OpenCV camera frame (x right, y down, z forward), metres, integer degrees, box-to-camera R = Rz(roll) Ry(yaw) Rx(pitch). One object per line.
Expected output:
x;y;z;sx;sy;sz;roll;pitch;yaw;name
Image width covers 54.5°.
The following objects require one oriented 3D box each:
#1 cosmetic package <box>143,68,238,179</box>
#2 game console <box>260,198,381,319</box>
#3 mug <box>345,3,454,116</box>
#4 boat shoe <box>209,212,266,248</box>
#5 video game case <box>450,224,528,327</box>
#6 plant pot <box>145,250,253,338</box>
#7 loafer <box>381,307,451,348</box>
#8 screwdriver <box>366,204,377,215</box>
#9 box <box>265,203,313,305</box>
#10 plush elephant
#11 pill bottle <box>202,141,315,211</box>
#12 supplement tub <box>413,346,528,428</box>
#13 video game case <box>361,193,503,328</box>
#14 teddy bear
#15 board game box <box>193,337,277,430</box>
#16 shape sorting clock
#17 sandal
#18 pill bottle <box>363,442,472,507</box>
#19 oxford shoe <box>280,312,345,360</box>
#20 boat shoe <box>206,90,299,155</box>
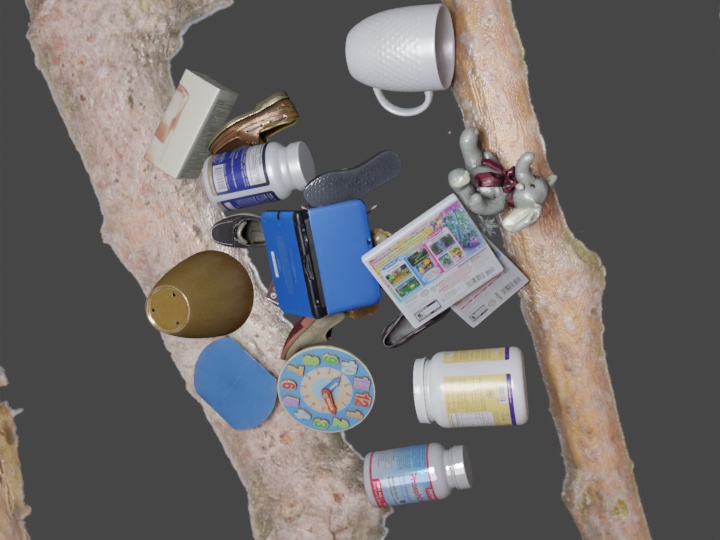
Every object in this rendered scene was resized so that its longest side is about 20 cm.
-0.340;-0.290;1.407;0.087;0.103;0.200;32;102;7;cosmetic package
-0.074;-0.024;1.283;0.171;0.118;0.200;5;110;47;game console
0.074;-0.378;1.286;0.175;0.148;0.200;3;128;21;mug
-0.228;-0.079;1.413;0.200;0.065;0.072;4;98;25;boat shoe
0.200;0.003;1.308;0.143;0.018;0.200;-43;115;14;video game case
-0.336;0.061;1.400;0.186;0.200;0.187;2;97;12;plant pot
0.119;0.085;1.362;0.200;0.063;0.072;-44;87;15;loafer
-0.048;-0.061;1.307;0.200;0.028;0.029;-44;63;9;screwdriver
-0.108;-0.028;1.385;0.075;0.100;0.200;23;102;9;box
0.265;-0.151;1.252;0.155;0.165;0.200;-9;124;28;plush elephant
-0.197;-0.188;1.378;0.200;0.116;0.116;-9;95;14;pill bottle
0.208;0.221;1.315;0.200;0.145;0.146;-6;96;15;supplement tub
0.132;-0.013;1.262;0.200;0.024;0.182;-34;116;7;video game case
0.000;0.000;1.353;0.145;0.200;0.067;-26;47;-15;teddy bear
-0.260;0.238;1.489;0.200;0.039;0.158;41;109;11;board game box
-0.069;0.243;1.412;0.200;0.039;0.200;0;112;1;shape sorting clock
-0.015;-0.170;1.353;0.200;0.043;0.076;-22;108;-10;sandal
0.114;0.400;1.380;0.200;0.109;0.109;-13;94;15;pill bottle
-0.099;0.131;1.396;0.075;0.070;0.200;31;135;-9;oxford shoe
-0.215;-0.276;1.393;0.200;0.072;0.068;-31;88;15;boat shoe
